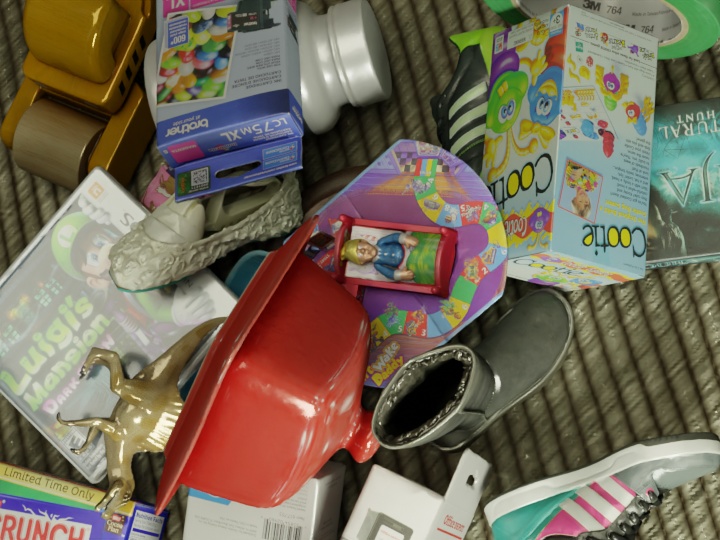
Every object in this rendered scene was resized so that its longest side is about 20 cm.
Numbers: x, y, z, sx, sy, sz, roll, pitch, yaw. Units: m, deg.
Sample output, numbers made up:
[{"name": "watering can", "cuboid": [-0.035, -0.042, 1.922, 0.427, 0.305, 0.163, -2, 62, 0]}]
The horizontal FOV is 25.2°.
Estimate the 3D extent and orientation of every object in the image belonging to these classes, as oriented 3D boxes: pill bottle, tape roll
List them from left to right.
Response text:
[{"name": "pill bottle", "cuboid": [-0.079, -0.170, 1.420, 0.197, 0.120, 0.121, -14, 73, 12]}, {"name": "tape roll", "cuboid": [0.198, -0.230, 1.310, 0.198, 0.200, 0.049, 10, 80, 18]}]

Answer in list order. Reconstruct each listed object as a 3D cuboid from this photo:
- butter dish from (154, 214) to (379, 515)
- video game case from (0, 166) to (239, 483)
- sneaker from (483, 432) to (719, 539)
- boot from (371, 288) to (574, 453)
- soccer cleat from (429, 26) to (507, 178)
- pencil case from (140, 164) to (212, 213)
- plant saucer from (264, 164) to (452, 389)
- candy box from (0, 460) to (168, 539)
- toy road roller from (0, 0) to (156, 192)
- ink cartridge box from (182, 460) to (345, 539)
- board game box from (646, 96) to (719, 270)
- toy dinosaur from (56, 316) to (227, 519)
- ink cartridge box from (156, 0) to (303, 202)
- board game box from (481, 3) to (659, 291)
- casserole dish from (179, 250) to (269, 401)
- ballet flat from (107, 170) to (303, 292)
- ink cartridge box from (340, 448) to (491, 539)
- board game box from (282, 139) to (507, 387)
[{"name": "butter dish", "cuboid": [-0.048, 0.097, 1.240, 0.147, 0.201, 0.201, 28, 127, 0]}, {"name": "video game case", "cuboid": [-0.225, 0.046, 1.375, 0.182, 0.023, 0.200, 42, 93, 9]}, {"name": "sneaker", "cuboid": [0.202, 0.209, 1.261, 0.198, 0.083, 0.122, -23, 66, 18]}, {"name": "boot", "cuboid": [0.091, 0.074, 1.266, 0.072, 0.200, 0.182, 38, 89, 22]}, {"name": "soccer cleat", "cuboid": [0.097, -0.113, 1.390, 0.080, 0.067, 0.203, 1, 73, 31]}, {"name": "pencil case", "cuboid": [-0.192, 0.006, 1.429, 0.082, 0.086, 0.201, 34, 91, 14]}, {"name": "plant saucer", "cuboid": [0.000, 0.000, 1.401, 0.198, 0.037, 0.203, -4, 75, 15]}, {"name": "candy box", "cuboid": [-0.277, 0.279, 1.392, 0.167, 0.077, 0.203, 11, 79, 19]}, {"name": "toy road roller", "cuboid": [-0.255, -0.182, 1.461, 0.122, 0.146, 0.202, 22, 83, 20]}, {"name": "ink cartridge box", "cuboid": [-0.087, 0.252, 1.331, 0.115, 0.068, 0.203, 10, 97, 19]}, {"name": "board game box", "cuboid": [0.313, -0.078, 1.330, 0.197, 0.028, 0.137, -8, 74, 15]}, {"name": "toy dinosaur", "cuboid": [-0.185, 0.102, 1.336, 0.100, 0.058, 0.202, 28, 97, -6]}, {"name": "ink cartridge box", "cuboid": [-0.110, -0.161, 1.332, 0.118, 0.042, 0.202, -13, 60, 13]}, {"name": "board game box", "cuboid": [0.168, -0.096, 1.318, 0.103, 0.104, 0.203, -13, 67, 56]}, {"name": "casserole dish", "cuboid": [-0.081, 0.078, 1.380, 0.120, 0.039, 0.202, 31, 105, 25]}, {"name": "ballet flat", "cuboid": [-0.129, -0.045, 1.345, 0.071, 0.199, 0.073, 24, 126, 39]}, {"name": "ink cartridge box", "cuboid": [0.028, 0.228, 1.285, 0.067, 0.116, 0.202, 23, 83, 19]}, {"name": "board game box", "cuboid": [0.020, -0.007, 1.291, 0.200, 0.039, 0.159, -40, 70, 14]}]
